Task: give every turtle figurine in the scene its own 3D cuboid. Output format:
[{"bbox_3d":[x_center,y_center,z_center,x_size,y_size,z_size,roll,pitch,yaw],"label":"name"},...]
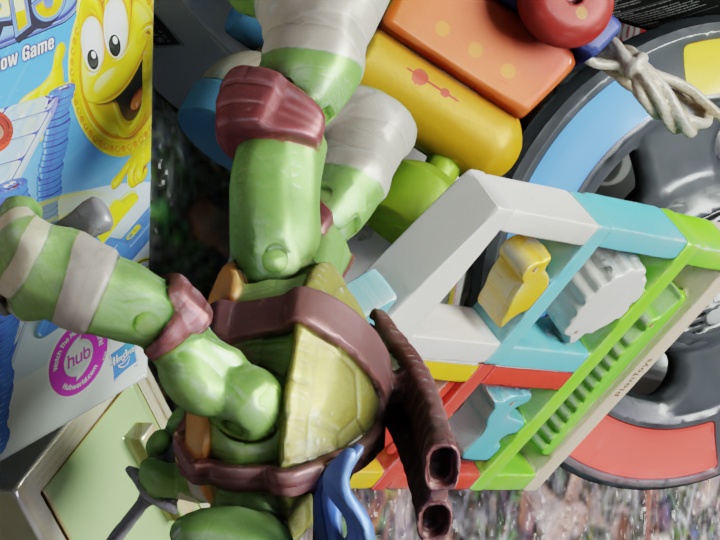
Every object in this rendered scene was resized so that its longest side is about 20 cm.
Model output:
[{"bbox_3d":[-0.062,0.009,0.690,0.144,0.199,0.195,41,52,-32],"label":"turtle figurine"}]

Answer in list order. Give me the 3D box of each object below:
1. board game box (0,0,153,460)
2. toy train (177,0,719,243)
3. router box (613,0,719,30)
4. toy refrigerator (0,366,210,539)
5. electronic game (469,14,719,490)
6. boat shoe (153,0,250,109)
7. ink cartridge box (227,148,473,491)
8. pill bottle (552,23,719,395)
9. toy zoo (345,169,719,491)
[{"bbox_3d":[-0.143,-0.024,0.669,0.200,0.056,0.197,-30,135,-43],"label":"board game box"},{"bbox_3d":[0.042,-0.051,0.835,0.200,0.085,0.116,32,75,-12],"label":"toy train"},{"bbox_3d":[0.112,-0.201,0.962,0.149,0.051,0.201,10,75,-48],"label":"router box"},{"bbox_3d":[-0.077,0.124,0.828,0.076,0.070,0.201,-53,130,-41],"label":"toy refrigerator"},{"bbox_3d":[0.134,-0.005,0.981,0.199,0.042,0.201,-10,114,-23],"label":"electronic game"},{"bbox_3d":[-0.071,-0.126,0.842,0.200,0.070,0.067,48,52,-46],"label":"boat shoe"},{"bbox_3d":[0.000,0.000,0.909,0.117,0.067,0.201,83,25,-58],"label":"ink cartridge box"},{"bbox_3d":[0.134,-0.020,1.094,0.116,0.115,0.201,28,69,-52],"label":"pill bottle"},{"bbox_3d":[0.041,0.026,0.841,0.200,0.131,0.020,7,39,-52],"label":"toy zoo"}]
